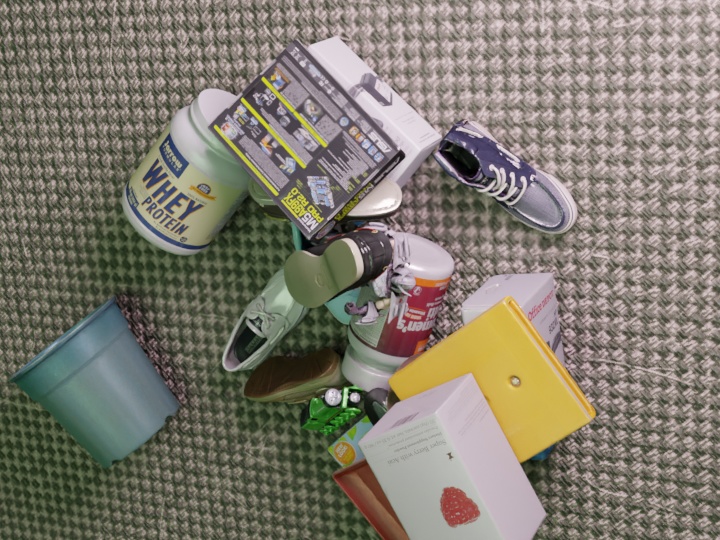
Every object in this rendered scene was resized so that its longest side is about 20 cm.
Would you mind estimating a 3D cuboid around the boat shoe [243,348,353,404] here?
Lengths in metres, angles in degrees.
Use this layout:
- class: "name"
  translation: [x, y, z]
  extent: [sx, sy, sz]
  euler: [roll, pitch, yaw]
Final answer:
- class: "boat shoe"
  translation: [-0.090, 0.164, 1.740]
  extent: [0.199, 0.072, 0.064]
  euler: [-14, 135, 45]

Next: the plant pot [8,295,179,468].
- class: "plant pot"
  translation: [-0.389, 0.177, 1.827]
  extent: [0.200, 0.200, 0.197]
  euler: [-34, 98, 29]

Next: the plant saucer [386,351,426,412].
- class: "plant saucer"
  translation: [0.120, 0.197, 1.581]
  extent: [0.032, 0.200, 0.201]
  euler: [-31, 92, 45]

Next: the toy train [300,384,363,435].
- class: "toy train"
  translation: [-0.043, 0.193, 1.682]
  extent: [0.056, 0.200, 0.042]
  euler: [10, 71, -11]

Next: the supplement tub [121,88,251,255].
- class: "supplement tub"
  translation: [-0.222, -0.135, 1.667]
  extent: [0.145, 0.145, 0.200]
  euler: [44, 119, 6]

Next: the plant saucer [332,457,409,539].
- class: "plant saucer"
  translation: [0.076, 0.321, 1.639]
  extent: [0.200, 0.037, 0.200]
  euler: [51, 143, -2]

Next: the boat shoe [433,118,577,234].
- class: "boat shoe"
  translation: [0.177, -0.108, 1.519]
  extent: [0.200, 0.093, 0.075]
  euler: [37, 118, 10]

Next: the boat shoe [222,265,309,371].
- class: "boat shoe"
  translation: [-0.133, 0.073, 1.735]
  extent: [0.073, 0.065, 0.201]
  euler: [38, 118, 14]

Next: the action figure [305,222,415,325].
- class: "action figure"
  translation: [0.000, 0.000, 1.538]
  extent: [0.199, 0.069, 0.131]
  euler: [18, 97, 47]

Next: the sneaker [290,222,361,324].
- class: "sneaker"
  translation: [-0.054, -0.012, 1.664]
  extent: [0.074, 0.082, 0.201]
  euler: [-18, 98, 29]

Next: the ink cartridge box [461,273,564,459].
- class: "ink cartridge box"
  translation: [0.201, 0.119, 1.541]
  extent: [0.083, 0.145, 0.202]
  euler: [-4, 105, 26]

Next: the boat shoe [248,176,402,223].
- class: "boat shoe"
  translation: [-0.042, -0.091, 1.551]
  extent: [0.198, 0.072, 0.060]
  euler: [4, 151, 11]

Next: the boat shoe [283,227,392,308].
- class: "boat shoe"
  translation: [-0.031, -0.002, 1.486]
  extent: [0.201, 0.063, 0.074]
  euler: [-22, 87, 57]

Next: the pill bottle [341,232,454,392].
- class: "pill bottle"
  translation: [0.045, 0.059, 1.624]
  extent: [0.109, 0.109, 0.201]
  euler: [25, 115, 16]

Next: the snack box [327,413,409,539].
- class: "snack box"
  translation: [0.070, 0.282, 1.715]
  extent: [0.200, 0.053, 0.142]
  euler: [49, 118, 3]

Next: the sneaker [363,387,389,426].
- class: "sneaker"
  translation: [0.101, 0.202, 1.642]
  extent: [0.200, 0.116, 0.075]
  euler: [44, 150, -11]

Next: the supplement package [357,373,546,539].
- class: "supplement package"
  translation: [0.111, 0.248, 1.433]
  extent: [0.121, 0.120, 0.201]
  euler: [-26, 95, 31]

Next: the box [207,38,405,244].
- class: "box"
  translation: [-0.067, -0.160, 1.503]
  extent: [0.160, 0.044, 0.200]
  euler: [-44, 78, 5]

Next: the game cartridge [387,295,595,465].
- class: "game cartridge"
  translation: [0.155, 0.152, 1.466]
  extent: [0.200, 0.032, 0.177]
  euler: [-37, 89, 32]

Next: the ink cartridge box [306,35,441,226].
- class: "ink cartridge box"
  translation: [-0.018, -0.183, 1.591]
  extent: [0.200, 0.084, 0.145]
  euler: [44, 120, 6]
